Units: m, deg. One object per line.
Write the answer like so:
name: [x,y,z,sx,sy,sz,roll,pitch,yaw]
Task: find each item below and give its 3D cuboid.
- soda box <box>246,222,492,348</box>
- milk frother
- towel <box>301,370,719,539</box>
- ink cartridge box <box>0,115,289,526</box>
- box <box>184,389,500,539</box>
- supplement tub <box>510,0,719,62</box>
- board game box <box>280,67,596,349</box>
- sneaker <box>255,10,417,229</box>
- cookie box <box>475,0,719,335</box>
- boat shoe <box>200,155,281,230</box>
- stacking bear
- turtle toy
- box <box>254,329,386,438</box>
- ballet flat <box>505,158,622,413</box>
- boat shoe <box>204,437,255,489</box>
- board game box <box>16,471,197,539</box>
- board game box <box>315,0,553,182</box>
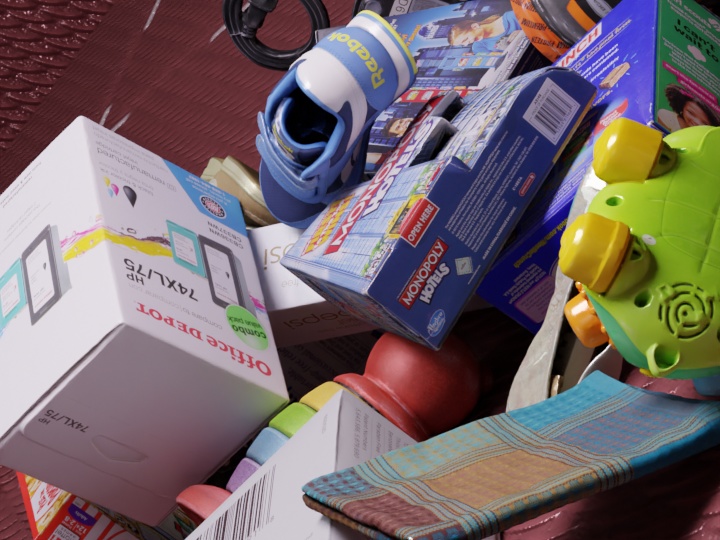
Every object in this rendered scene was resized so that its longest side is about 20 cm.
soda box: [0.000,0.000,1.810,0.200,0.064,0.068,-12,63,27]
milk frother: [-0.001,-0.239,2.211,0.181,0.200,0.188,-51,17,21]
towel: [0.084,0.101,1.410,0.200,0.022,0.147,-18,14,-23]
ink cartridge box: [-0.161,0.035,1.751,0.146,0.147,0.200,-43,40,25]
box: [-0.030,0.214,1.517,0.199,0.131,0.200,-45,20,24]
supplement tub: [0.199,-0.222,1.785,0.200,0.122,0.123,-36,24,44]
board game box: [0.034,-0.040,1.674,0.200,0.062,0.200,-57,18,-19]
sneaker: [-0.034,-0.088,1.725,0.082,0.074,0.200,-38,-15,-36]
cookie box: [0.156,-0.074,1.689,0.171,0.075,0.200,-43,20,29]
boat shoe: [-0.089,-0.042,1.921,0.063,0.073,0.201,-59,16,-3]
stacking bear: [-0.003,0.115,1.689,0.200,0.121,0.114,-47,5,-11]
turtle toy: [0.180,-0.012,1.439,0.101,0.146,0.200,115,178,-48]
box: [-0.068,0.044,1.988,0.200,0.105,0.184,-51,17,8]
ballet flat: [0.145,0.018,1.541,0.062,0.067,0.200,23,95,61]
boat shoe: [-0.104,0.132,1.828,0.071,0.064,0.200,-42,56,17]
board game box: [-0.170,0.187,1.901,0.046,0.151,0.200,-52,17,3]
board game box: [0.035,-0.119,1.896,0.200,0.062,0.200,3,47,37]
